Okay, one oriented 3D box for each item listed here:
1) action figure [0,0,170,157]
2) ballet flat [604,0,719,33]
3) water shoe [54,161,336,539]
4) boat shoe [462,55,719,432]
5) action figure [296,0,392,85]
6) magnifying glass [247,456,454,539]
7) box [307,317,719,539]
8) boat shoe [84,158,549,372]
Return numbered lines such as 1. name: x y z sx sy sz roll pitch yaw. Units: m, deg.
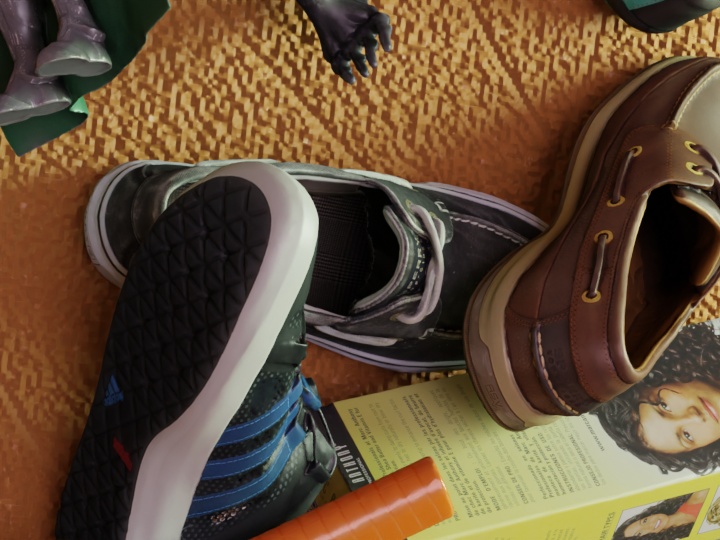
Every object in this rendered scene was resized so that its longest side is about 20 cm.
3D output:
1. action figure: -0.128 -0.150 0.886 0.055 0.118 0.200 -9 73 -39
2. ballet flat: 0.174 -0.166 1.059 0.068 0.068 0.200 46 73 -19
3. water shoe: -0.045 0.044 0.929 0.079 0.072 0.200 0 130 -34
4. boat shoe: 0.111 -0.014 1.005 0.200 0.067 0.072 -52 123 -42
5. action figure: -0.052 -0.160 0.930 0.200 0.102 0.119 37 89 -21
6. magnifying glass: -0.062 0.114 0.918 0.200 0.022 0.080 -23 138 -4
7. box: 0.077 0.073 1.014 0.200 0.075 0.050 -13 141 -25
8. boat shoe: 0.000 0.000 0.978 0.200 0.071 0.072 6 89 -27
